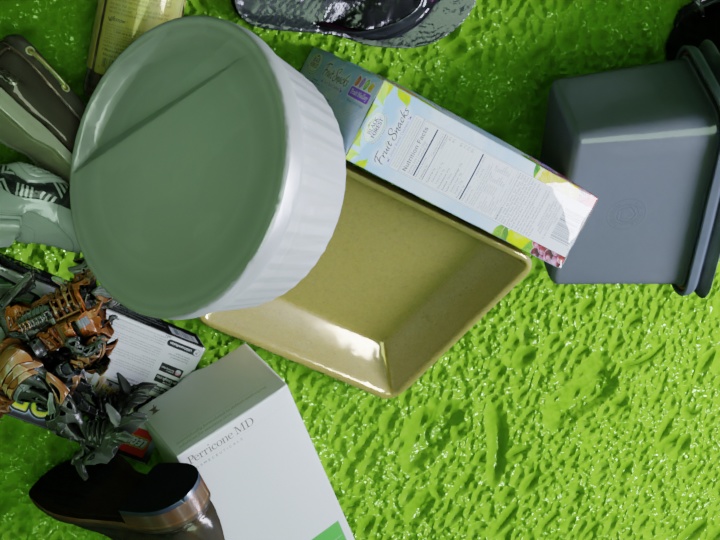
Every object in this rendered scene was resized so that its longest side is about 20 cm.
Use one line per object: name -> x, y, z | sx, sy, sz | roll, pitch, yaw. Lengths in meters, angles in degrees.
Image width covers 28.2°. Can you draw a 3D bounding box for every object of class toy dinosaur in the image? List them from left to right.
toy dinosaur -> -0.226, 0.076, 1.066 | 0.136, 0.102, 0.200 | 41, 120, -12

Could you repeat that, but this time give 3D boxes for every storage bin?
storage bin -> 0.216, -0.082, 1.166 | 0.133, 0.146, 0.201 | -4, 134, -8

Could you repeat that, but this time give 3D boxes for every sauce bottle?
sauce bottle -> -0.152, -0.219, 1.030 | 0.064, 0.065, 0.202 | 9, 106, -22

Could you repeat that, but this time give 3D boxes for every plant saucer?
plant saucer -> 0.000, 0.000, 1.132 | 0.199, 0.049, 0.200 | 24, 130, -25

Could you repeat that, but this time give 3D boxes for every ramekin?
ramekin -> -0.099, -0.065, 0.982 | 0.094, 0.202, 0.204 | 11, 107, -54

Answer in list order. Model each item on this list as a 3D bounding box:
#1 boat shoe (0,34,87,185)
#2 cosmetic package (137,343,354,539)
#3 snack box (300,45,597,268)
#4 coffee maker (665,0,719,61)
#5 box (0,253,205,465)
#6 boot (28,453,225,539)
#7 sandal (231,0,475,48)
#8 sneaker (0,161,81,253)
boat shoe -> -0.205, -0.087, 1.056 | 0.200, 0.072, 0.060 | 46, 63, -32
cosmetic package -> -0.087, 0.174, 1.156 | 0.107, 0.085, 0.201 | -33, 126, -15
snack box -> 0.056, -0.089, 1.090 | 0.199, 0.169, 0.068 | 24, 98, -25
coffee maker -> 0.337, -0.155, 1.150 | 0.134, 0.200, 0.192 | -40, 116, -3
box -> -0.234, 0.067, 1.115 | 0.199, 0.035, 0.111 | 25, 98, -25
boot -> -0.175, 0.198, 1.099 | 0.075, 0.199, 0.097 | -46, 120, -35
sandal -> 0.001, -0.206, 1.097 | 0.198, 0.048, 0.076 | -3, 109, -18
sneaker -> -0.287, -0.028, 1.020 | 0.199, 0.075, 0.116 | 24, 69, -19
